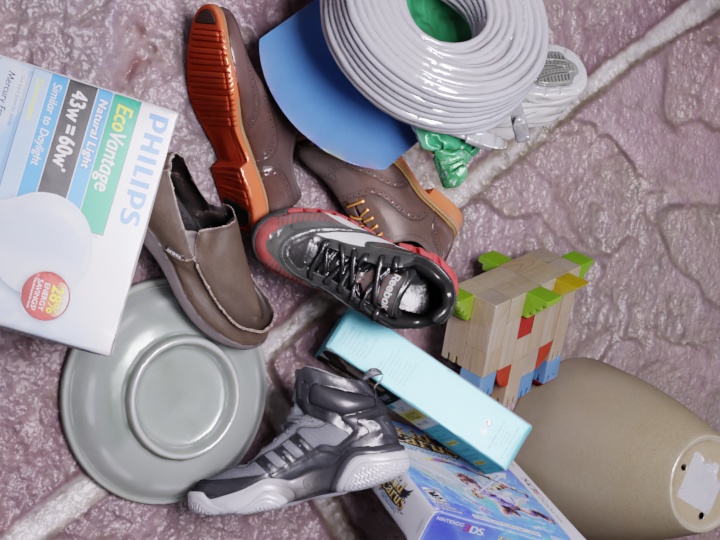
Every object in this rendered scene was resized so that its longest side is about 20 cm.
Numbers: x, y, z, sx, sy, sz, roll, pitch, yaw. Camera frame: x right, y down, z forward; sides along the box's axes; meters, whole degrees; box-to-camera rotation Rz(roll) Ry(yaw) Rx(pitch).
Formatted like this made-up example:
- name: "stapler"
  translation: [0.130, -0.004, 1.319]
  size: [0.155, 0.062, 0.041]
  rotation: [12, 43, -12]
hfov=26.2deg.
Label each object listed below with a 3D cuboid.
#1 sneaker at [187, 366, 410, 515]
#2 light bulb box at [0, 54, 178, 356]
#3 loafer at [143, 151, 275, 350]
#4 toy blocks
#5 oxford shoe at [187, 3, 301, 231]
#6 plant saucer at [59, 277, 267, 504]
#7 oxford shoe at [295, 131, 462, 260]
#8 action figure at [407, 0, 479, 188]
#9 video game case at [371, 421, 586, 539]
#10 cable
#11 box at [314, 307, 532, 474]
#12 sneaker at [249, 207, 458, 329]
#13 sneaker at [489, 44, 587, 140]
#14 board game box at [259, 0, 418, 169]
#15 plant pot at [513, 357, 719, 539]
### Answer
- name: "sneaker"
  translation: [-0.062, 0.148, 1.361]
  size: [0.198, 0.076, 0.115]
  rotation: [-13, 81, 1]
- name: "light bulb box"
  translation: [-0.265, -0.054, 1.203]
  size: [0.198, 0.125, 0.201]
  rotation: [16, 86, -13]
- name: "loafer"
  translation: [-0.133, -0.017, 1.324]
  size: [0.201, 0.071, 0.073]
  rotation: [53, 32, -19]
- name: "toy blocks"
  translation: [0.142, 0.066, 1.503]
  size: [0.199, 0.099, 0.138]
  rotation: [-21, 128, -48]
- name: "oxford shoe"
  translation: [-0.100, -0.141, 1.360]
  size: [0.072, 0.071, 0.202]
  rotation: [-25, 117, -31]
- name: "plant saucer"
  translation: [-0.162, 0.108, 1.352]
  size: [0.198, 0.050, 0.203]
  rotation: [-3, 95, -31]
- name: "oxford shoe"
  translation: [0.015, -0.062, 1.422]
  size: [0.199, 0.071, 0.074]
  rotation: [32, 63, -29]
- name: "action figure"
  translation: [0.066, -0.162, 1.364]
  size: [0.117, 0.055, 0.202]
  rotation: [6, 59, -27]
- name: "video game case"
  translation: [0.100, 0.213, 1.441]
  size: [0.198, 0.181, 0.046]
  rotation: [21, 103, -31]
- name: "cable"
  translation: [0.064, -0.211, 1.316]
  size: [0.198, 0.069, 0.202]
  rotation: [9, 63, -19]
- name: "box"
  translation: [0.056, 0.111, 1.421]
  size: [0.199, 0.082, 0.049]
  rotation: [34, 77, -2]
- name: "sneaker"
  translation: [0.000, 0.000, 1.345]
  size: [0.198, 0.098, 0.072]
  rotation: [20, 99, -13]
- name: "sneaker"
  translation: [0.113, -0.160, 1.479]
  size: [0.197, 0.100, 0.079]
  rotation: [2, 56, -10]
- name: "board game box"
  translation: [-0.004, -0.170, 1.391]
  size: [0.158, 0.039, 0.200]
  rotation: [47, 54, 1]
- name: "plant pot"
  translation: [0.274, 0.194, 1.536]
  size: [0.185, 0.199, 0.190]
  rotation: [-3, 97, -30]
